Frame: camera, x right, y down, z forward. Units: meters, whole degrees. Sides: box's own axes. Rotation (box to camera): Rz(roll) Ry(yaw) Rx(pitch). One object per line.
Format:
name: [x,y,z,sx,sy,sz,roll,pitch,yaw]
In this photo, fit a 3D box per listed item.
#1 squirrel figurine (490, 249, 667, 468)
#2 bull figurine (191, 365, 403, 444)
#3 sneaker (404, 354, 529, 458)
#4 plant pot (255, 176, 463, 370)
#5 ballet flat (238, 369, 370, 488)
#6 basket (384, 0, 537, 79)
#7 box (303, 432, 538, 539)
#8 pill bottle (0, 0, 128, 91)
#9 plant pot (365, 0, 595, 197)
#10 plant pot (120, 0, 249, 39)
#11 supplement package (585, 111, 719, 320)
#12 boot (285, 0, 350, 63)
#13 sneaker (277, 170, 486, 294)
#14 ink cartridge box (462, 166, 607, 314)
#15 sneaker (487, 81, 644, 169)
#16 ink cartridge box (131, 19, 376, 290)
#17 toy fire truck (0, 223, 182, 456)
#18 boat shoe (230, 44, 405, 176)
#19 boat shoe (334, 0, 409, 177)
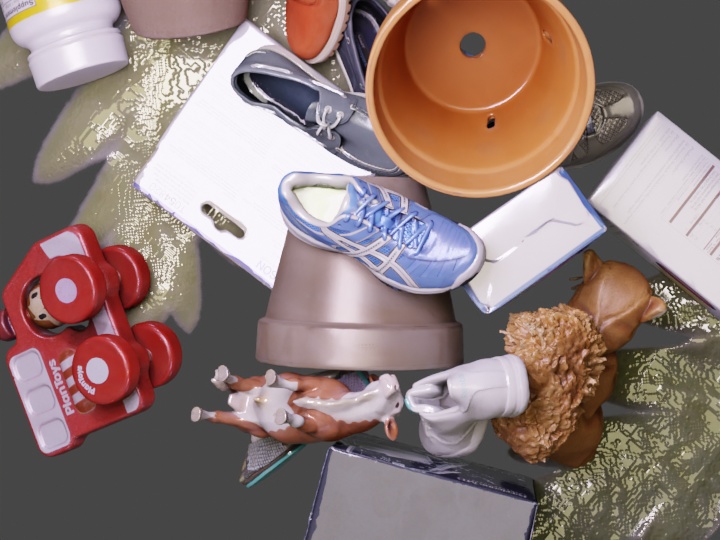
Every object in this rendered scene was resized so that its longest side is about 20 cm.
squirrel figurine: [0.200,0.080,1.650,0.141,0.200,0.187,40,106,10]
bull figurine: [-0.056,0.121,1.598,0.199,0.121,0.066,-9,71,43]
sneaker: [0.076,0.121,1.603,0.088,0.200,0.076,-4,70,-20]
plant pot: [0.000,0.000,1.662,0.198,0.200,0.176,1,93,5]
ballet flat: [-0.058,0.143,1.713,0.200,0.072,0.072,-34,87,37]
basket: [0.104,-0.291,1.684,0.198,0.139,0.178,22,93,13]
box: [0.058,0.238,1.667,0.198,0.197,0.125,14,92,4]
pill bottle: [-0.300,-0.285,1.732,0.113,0.114,0.202,-18,90,5]
plant pot: [0.102,-0.183,1.581,0.198,0.140,0.202,0,113,0]
plant pot: [-0.172,-0.318,1.697,0.198,0.200,0.177,-5,107,5]
supplement package: [0.320,-0.043,1.682,0.199,0.114,0.110,39,92,3]
boot: [-0.065,-0.285,1.672,0.106,0.075,0.202,-18,127,-32]
sneaker: [0.013,-0.035,1.544,0.198,0.077,0.076,16,78,16]
ink cartridge box: [0.152,-0.025,1.653,0.136,0.200,0.077,-35,88,4]
sneaker: [0.180,-0.128,1.708,0.198,0.082,0.075,-20,89,5]
ink cartridge box: [-0.091,-0.109,1.752,0.199,0.041,0.201,37,93,2]
toy fire truck: [-0.285,0.067,1.747,0.167,0.112,0.202,-24,88,23]
boat shoe: [-0.037,-0.143,1.675,0.199,0.062,0.073,34,122,14]
boat shoe: [0.030,-0.177,1.708,0.074,0.062,0.201,-18,74,-25]
